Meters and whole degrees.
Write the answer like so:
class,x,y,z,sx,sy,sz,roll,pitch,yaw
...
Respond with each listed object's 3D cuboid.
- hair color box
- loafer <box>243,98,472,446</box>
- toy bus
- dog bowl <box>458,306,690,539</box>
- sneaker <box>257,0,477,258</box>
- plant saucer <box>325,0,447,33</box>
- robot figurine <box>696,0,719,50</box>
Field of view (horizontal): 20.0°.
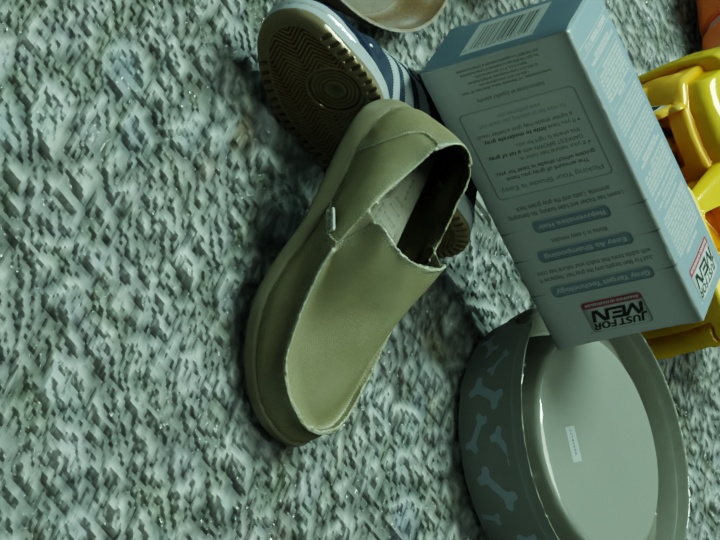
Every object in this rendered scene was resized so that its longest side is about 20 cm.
class,x,y,z,sx,sy,sz,roll,pitch,yaw
hair color box,0.127,-0.057,1.198,0.201,0.099,0.061,62,35,-22
loafer,0.000,0.000,1.092,0.076,0.067,0.201,29,76,-41
toy bus,0.213,-0.034,1.415,0.192,0.135,0.201,-25,95,-39
dog bowl,0.133,0.114,1.282,0.200,0.058,0.201,28,54,-46
sneaker,0.013,-0.109,1.197,0.200,0.070,0.109,52,43,-37
plant saucer,-0.010,-0.239,1.256,0.200,0.032,0.201,26,57,-47
robot figurine,0.328,-0.227,1.653,0.116,0.144,0.201,3,68,-13
